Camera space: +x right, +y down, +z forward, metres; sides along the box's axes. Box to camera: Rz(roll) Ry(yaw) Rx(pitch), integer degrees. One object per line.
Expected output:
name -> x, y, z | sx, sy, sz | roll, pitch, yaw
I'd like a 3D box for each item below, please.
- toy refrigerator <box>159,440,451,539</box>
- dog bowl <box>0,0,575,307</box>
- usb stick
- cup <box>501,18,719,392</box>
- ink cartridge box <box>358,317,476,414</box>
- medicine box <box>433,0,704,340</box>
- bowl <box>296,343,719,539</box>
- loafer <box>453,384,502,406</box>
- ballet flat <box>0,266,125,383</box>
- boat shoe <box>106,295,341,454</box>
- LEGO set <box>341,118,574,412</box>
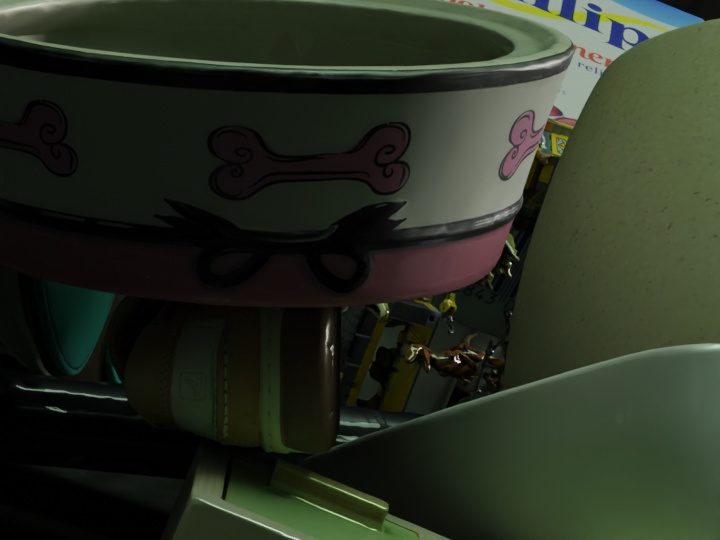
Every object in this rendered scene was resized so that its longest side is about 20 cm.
toy refrigerator -> 0.033, 0.120, 0.813 | 0.200, 0.070, 0.076 | 22, 8, -3
dog bowl -> -0.037, -0.042, 0.847 | 0.199, 0.074, 0.200 | 4, 12, -1
usb stick -> -0.042, 0.060, 0.979 | 0.199, 0.033, 0.055 | 8, -6, -22
cup -> 0.141, -0.006, 0.981 | 0.200, 0.144, 0.200 | -5, -19, -2
ink cartridge box -> -0.030, 0.007, 1.332 | 0.146, 0.086, 0.200 | 23, 6, -9
medicine box -> 0.069, -0.062, 1.269 | 0.182, 0.103, 0.200 | 20, 31, -14
bowl -> 0.096, 0.094, 0.930 | 0.200, 0.075, 0.199 | -18, -24, 38
loafer -> 0.078, 0.093, 1.176 | 0.070, 0.070, 0.200 | 60, 3, -14
ballet flat -> -0.113, 0.014, 1.008 | 0.069, 0.070, 0.200 | 27, -15, 24
boat shoe -> -0.044, 0.019, 0.897 | 0.076, 0.072, 0.200 | -1, 1, 1
LEGO set -> 0.000, 0.000, 1.082 | 0.116, 0.200, 0.154 | 15, 19, -26
